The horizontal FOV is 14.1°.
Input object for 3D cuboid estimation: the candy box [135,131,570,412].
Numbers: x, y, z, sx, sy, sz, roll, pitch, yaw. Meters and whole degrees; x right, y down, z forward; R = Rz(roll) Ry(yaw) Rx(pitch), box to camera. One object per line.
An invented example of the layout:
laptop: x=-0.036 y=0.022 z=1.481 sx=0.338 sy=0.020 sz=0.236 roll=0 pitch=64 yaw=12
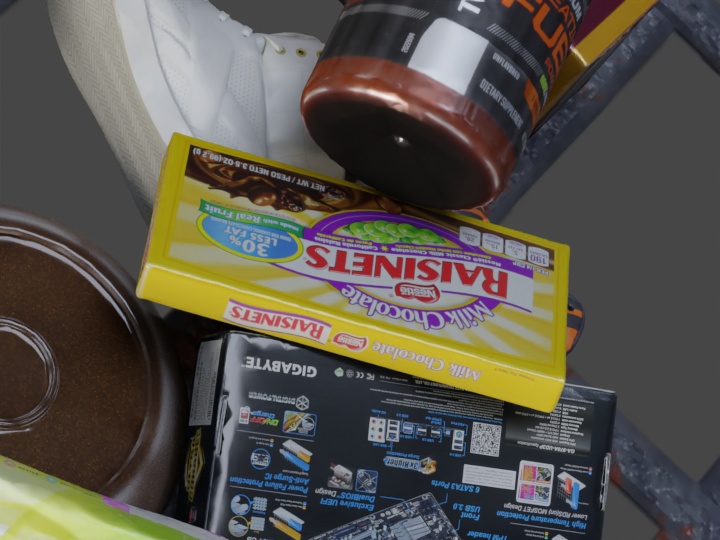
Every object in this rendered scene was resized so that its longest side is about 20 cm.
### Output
candy box: x=0.000 y=0.000 z=1.354 sx=0.200 sy=0.026 sz=0.102 roll=16 pitch=41 yaw=-8

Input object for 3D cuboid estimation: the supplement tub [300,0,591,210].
supplement tub: x=0.055 y=-0.136 z=1.373 sx=0.107 sy=0.107 sz=0.200 roll=28 pitch=68 yaw=-9

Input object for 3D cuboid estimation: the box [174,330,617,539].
box: x=0.015 y=0.120 z=1.353 sx=0.200 sy=0.046 sz=0.159 roll=9 pitch=82 yaw=-19

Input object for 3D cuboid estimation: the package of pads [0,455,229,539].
package of pads: x=-0.141 y=0.164 z=1.245 sx=0.200 sy=0.068 sz=0.155 roll=20 pitch=81 yaw=-9

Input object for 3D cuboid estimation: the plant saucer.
plant saucer: x=-0.170 y=0.052 z=1.346 sx=0.200 sy=0.032 sz=0.201 roll=9 pitch=62 yaw=-18

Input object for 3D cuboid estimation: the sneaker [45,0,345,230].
sneaker: x=-0.079 y=-0.112 z=1.449 sx=0.115 sy=0.074 sz=0.200 roll=-19 pitch=84 yaw=-32

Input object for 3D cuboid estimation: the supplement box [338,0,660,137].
supplement box: x=0.048 y=-0.171 z=1.506 sx=0.200 sy=0.110 sz=0.086 roll=45 pitch=56 yaw=3

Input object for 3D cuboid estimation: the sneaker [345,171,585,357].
sneaker: x=0.051 y=-0.010 z=1.457 sx=0.112 sy=0.078 sz=0.200 roll=11 pitch=72 yaw=-23
